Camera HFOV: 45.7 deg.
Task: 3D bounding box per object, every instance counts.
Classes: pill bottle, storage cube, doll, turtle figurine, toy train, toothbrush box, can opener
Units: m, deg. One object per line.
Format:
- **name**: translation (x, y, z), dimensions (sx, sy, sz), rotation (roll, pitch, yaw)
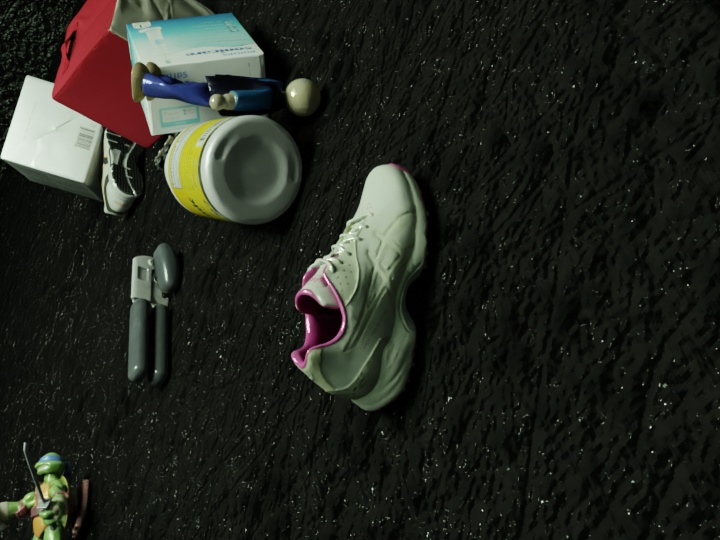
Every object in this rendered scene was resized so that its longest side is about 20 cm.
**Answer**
- **pill bottle**: translation (-0.152, -0.112, 0.950), dimensions (0.199, 0.110, 0.113), rotation (14, 85, 61)
- **storage cube**: translation (-0.346, -0.334, 1.328), dimensions (0.179, 0.199, 0.173), rotation (-32, 46, 38)
- **doll**: translation (-0.141, -0.189, 0.917), dimensions (0.137, 0.197, 0.049), rotation (-70, -14, -75)
- **turtle figurine**: translation (-0.442, 0.339, 1.115), dimensions (0.200, 0.142, 0.197), rotation (65, -168, -73)
- **toy train**: translation (-0.254, -0.215, 1.258), dimensions (0.200, 0.034, 0.046), rotation (-45, 35, 37)
- **toothbrush box**: translation (-0.208, -0.252, 1.073), dimensions (0.200, 0.144, 0.086), rotation (-126, 29, -55)
- **can opener**: translation (-0.267, 0.050, 1.108), dimensions (0.067, 0.053, 0.202), rotation (-48, 38, 35)

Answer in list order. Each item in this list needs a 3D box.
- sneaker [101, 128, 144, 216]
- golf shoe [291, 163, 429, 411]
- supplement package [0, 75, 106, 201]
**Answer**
- **sneaker**: translation (-0.420, -0.178, 1.479), dimensions (0.080, 0.073, 0.202), rotation (-50, 35, 35)
- **golf shoe**: translation (0.000, 0.000, 0.651), dimensions (0.075, 0.091, 0.203), rotation (-29, 48, 51)
- **supplement package**: translation (-0.531, -0.232, 1.552), dimensions (0.200, 0.149, 0.154), rotation (145, 141, -81)
